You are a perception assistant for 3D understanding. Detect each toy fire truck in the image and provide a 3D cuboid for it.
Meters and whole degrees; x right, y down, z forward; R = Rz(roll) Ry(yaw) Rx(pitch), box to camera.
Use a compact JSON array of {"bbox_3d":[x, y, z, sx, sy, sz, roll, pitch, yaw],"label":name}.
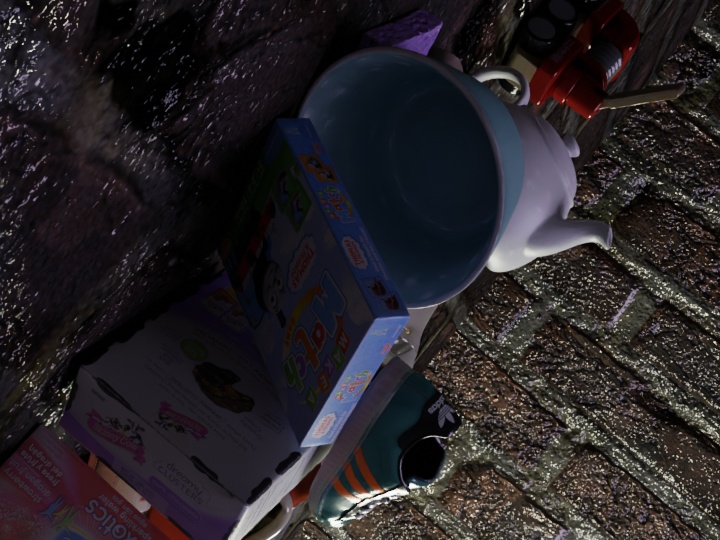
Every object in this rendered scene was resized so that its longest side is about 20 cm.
[{"bbox_3d":[0.296,-0.252,1.517,0.176,0.199,0.129,-43,168,-36],"label":"toy fire truck"}]

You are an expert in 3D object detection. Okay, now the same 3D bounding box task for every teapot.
[{"bbox_3d":[0.165,-0.109,1.350,0.145,0.202,0.198,-27,-166,2],"label":"teapot"}]

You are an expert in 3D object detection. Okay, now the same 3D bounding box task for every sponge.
[{"bbox_3d":[-0.002,-0.133,1.102,0.111,0.030,0.201,-39,162,-54],"label":"sponge"}]

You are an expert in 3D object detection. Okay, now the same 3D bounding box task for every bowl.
[{"bbox_3d":[0.050,-0.081,0.996,0.105,0.201,0.202,-24,152,-52],"label":"bowl"}]

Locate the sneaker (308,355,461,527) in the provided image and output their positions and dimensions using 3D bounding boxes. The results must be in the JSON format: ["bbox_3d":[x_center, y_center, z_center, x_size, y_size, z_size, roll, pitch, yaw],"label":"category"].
[{"bbox_3d":[0.018,0.158,1.003,0.071,0.080,0.201,-42,164,-42],"label":"sneaker"}]

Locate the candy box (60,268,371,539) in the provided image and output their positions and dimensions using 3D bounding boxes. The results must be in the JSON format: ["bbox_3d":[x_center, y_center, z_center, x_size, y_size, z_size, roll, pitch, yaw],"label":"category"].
[{"bbox_3d":[-0.111,0.107,1.009,0.200,0.167,0.072,-37,161,-52],"label":"candy box"}]

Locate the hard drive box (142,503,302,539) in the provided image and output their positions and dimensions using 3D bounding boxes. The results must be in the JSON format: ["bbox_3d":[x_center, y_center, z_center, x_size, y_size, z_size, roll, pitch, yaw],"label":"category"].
[{"bbox_3d":[-0.146,0.227,1.269,0.077,0.155,0.200,-52,177,15],"label":"hard drive box"}]

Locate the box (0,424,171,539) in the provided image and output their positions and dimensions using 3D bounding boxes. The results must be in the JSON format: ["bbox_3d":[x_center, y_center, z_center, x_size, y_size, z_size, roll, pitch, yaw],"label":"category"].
[{"bbox_3d":[-0.203,0.229,0.969,0.095,0.199,0.103,-47,169,-22],"label":"box"}]

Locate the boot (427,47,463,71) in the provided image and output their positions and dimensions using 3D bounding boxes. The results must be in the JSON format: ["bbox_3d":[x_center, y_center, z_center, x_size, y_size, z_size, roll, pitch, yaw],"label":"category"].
[{"bbox_3d":[0.059,-0.139,1.188,0.200,0.069,0.148,75,33,-81],"label":"boot"}]

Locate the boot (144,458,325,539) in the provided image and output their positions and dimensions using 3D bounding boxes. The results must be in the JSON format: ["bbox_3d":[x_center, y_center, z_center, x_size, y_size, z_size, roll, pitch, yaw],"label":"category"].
[{"bbox_3d":[-0.125,0.208,1.097,0.198,0.075,0.107,-28,-165,26],"label":"boot"}]

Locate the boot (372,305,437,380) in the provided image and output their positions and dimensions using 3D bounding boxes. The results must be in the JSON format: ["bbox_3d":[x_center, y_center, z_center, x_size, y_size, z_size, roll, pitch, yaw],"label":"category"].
[{"bbox_3d":[0.000,0.000,1.219,0.072,0.200,0.156,-16,-144,52],"label":"boot"}]

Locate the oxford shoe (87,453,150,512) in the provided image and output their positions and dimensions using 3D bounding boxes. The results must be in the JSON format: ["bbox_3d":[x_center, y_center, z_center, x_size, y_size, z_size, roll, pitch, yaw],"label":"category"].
[{"bbox_3d":[-0.204,0.173,1.128,0.201,0.074,0.071,-58,165,25],"label":"oxford shoe"}]

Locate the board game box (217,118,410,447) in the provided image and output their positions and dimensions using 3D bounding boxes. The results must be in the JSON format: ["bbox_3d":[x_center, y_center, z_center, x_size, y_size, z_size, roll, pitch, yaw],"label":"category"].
[{"bbox_3d":[-0.043,0.008,0.963,0.036,0.201,0.152,-3,140,-33],"label":"board game box"}]
